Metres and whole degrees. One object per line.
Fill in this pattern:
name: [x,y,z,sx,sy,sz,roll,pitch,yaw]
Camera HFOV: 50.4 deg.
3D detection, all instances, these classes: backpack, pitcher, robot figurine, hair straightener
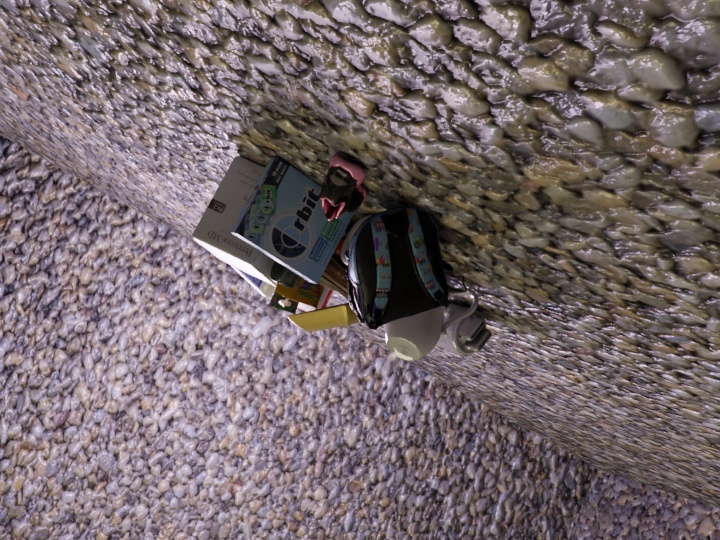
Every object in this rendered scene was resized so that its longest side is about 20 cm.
backpack: [0.056,-0.020,1.374,0.135,0.180,0.203,-134,31,-64]
pitcher: [0.152,0.099,1.656,0.169,0.201,0.122,15,144,20]
robot figurine: [0.230,0.140,1.886,0.199,0.113,0.170,13,142,55]
hair straightener: [0.135,-0.011,1.496,0.198,0.078,0.041,26,-172,-20]

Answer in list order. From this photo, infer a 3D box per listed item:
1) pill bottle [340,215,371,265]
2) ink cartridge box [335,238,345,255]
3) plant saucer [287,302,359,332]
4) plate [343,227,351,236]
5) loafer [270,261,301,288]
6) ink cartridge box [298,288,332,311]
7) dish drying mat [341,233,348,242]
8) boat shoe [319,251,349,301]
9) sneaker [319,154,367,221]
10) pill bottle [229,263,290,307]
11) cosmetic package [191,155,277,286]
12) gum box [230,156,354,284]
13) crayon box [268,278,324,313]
pill bottle: [0.067,-0.016,1.557,0.199,0.113,0.112,33,169,-26]
ink cartridge box: [0.000,0.000,1.661,0.198,0.110,0.050,15,-157,-28]
plant saucer: [-0.035,0.101,1.781,0.198,0.049,0.199,-12,179,41]
plate: [-0.011,-0.064,1.772,0.198,0.026,0.200,27,171,5]
loafer: [-0.115,-0.055,1.608,0.063,0.201,0.072,32,-179,-39]
ink cartridge box: [-0.117,0.037,1.928,0.066,0.117,0.200,20,161,11]
dish drying mat: [0.018,-0.014,1.717,0.199,0.076,0.018,35,-148,-35]
boat shoe: [-0.004,0.026,1.592,0.198,0.069,0.072,27,-158,1]
sneaker: [-0.039,-0.128,1.339,0.078,0.096,0.200,24,171,8]
pill bottle: [-0.221,-0.010,1.788,0.200,0.112,0.112,42,173,12]
cosmetic package: [-0.223,-0.103,1.645,0.163,0.202,0.165,23,169,19]
gum box: [-0.131,-0.097,1.514,0.199,0.171,0.044,32,169,-27]
crayon box: [-0.118,0.003,1.693,0.051,0.202,0.125,22,179,25]
